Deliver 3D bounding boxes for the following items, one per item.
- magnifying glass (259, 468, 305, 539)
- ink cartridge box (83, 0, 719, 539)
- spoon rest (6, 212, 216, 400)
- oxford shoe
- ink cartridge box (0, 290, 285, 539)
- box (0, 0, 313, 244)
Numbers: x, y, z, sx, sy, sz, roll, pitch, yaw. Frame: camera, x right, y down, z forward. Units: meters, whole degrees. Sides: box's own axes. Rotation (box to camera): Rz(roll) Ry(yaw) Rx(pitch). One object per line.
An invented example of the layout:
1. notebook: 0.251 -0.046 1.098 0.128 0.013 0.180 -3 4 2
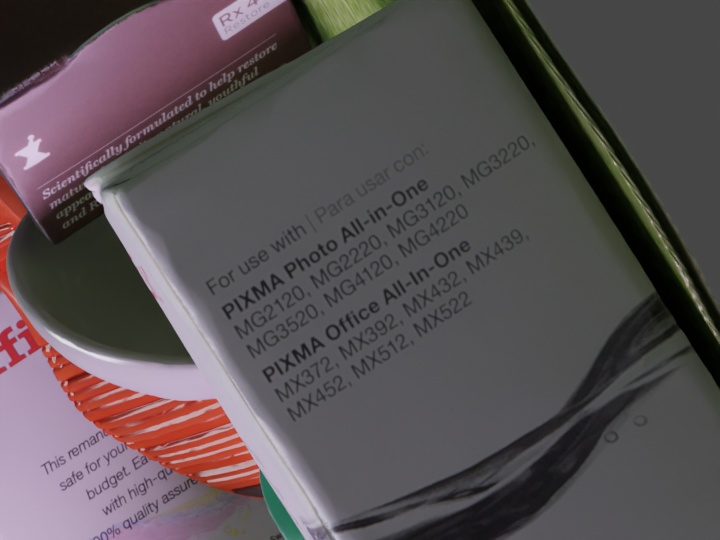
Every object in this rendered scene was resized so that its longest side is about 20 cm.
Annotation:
1. magnifying glass: -0.012 0.038 0.804 0.079 0.022 0.201 16 -147 -36
2. ink cartridge box: 0.029 0.045 0.541 0.201 0.083 0.145 58 175 -3
3. spoon rest: -0.013 0.021 0.735 0.199 0.099 0.061 31 134 19
4. oxford shoe: -0.076 -0.002 0.841 0.071 0.073 0.200 -16 126 42
5. ink cartridge box: -0.061 0.072 0.929 0.201 0.144 0.084 58 176 -9
6. box: -0.106 -0.116 0.776 0.200 0.100 0.075 55 175 36
